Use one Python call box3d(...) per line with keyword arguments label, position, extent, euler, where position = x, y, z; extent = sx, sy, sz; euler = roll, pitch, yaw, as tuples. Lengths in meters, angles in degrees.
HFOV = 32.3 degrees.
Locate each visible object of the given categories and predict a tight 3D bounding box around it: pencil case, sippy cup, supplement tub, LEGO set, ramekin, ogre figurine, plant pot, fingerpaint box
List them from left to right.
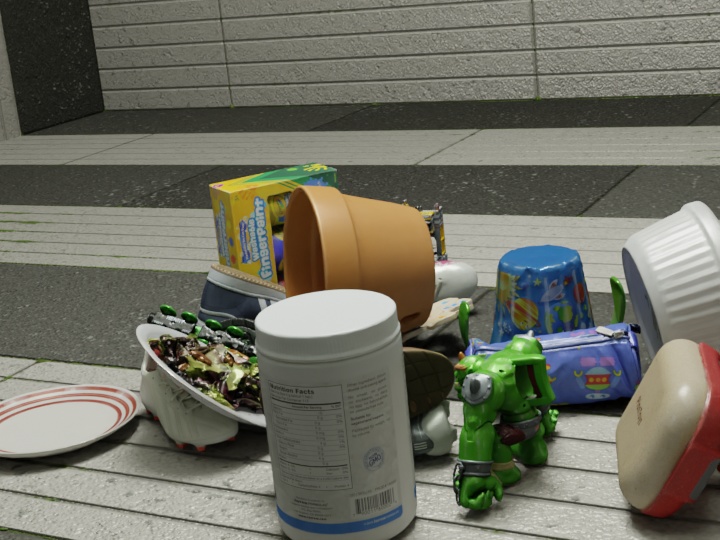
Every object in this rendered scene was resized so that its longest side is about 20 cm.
box3d(label="fingerpaint box", position=(-0.108, -0.031, 1.702), extent=(0.165, 0.202, 0.073), euler=(-14, 18, -28))
box3d(label="supplement tub", position=(-0.020, 0.131, 1.103), extent=(0.130, 0.202, 0.132), euler=(-6, 15, 2))
box3d(label="plant pot", position=(0.000, 0.000, 1.423), extent=(0.138, 0.202, 0.200), euler=(-4, 15, -15))
box3d(label="LEGO set", position=(0.042, -0.039, 1.824), extent=(0.198, 0.117, 0.154), euler=(1, 17, 25))
box3d(label="ogre figurine", position=(0.140, 0.134, 1.183), extent=(0.199, 0.121, 0.098), euler=(-18, 20, -38))
box3d(label="sippy cup", position=(0.212, 0.043, 1.453), extent=(0.139, 0.132, 0.177), euler=(9, 22, 43))
box3d(label="pencil case", position=(0.206, 0.103, 1.332), extent=(0.198, 0.087, 0.078), euler=(-6, 38, 5))
box3d(label="ramekin", position=(0.348, 0.035, 1.330), extent=(0.093, 0.204, 0.203), euler=(-16, 15, 5))

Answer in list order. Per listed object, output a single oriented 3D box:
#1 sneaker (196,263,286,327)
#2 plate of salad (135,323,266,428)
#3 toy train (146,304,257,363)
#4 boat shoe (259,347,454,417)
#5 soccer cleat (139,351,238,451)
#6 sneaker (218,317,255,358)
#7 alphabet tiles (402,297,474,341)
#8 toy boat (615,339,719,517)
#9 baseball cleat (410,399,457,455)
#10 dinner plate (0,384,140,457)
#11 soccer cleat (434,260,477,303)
box3d(label="sneaker", position=(-0.122, 0.073, 1.614), extent=(0.198, 0.109, 0.070), euler=(21, 2, -23))
box3d(label="plate of salad", position=(-0.152, 0.107, 1.346), extent=(0.199, 0.048, 0.200), euler=(33, 7, -5))
box3d(label="toy train", position=(-0.161, 0.091, 1.476), extent=(0.198, 0.057, 0.042), euler=(16, 58, 13))
box3d(label="boat shoe", position=(-0.005, 0.110, 1.216), extent=(0.198, 0.073, 0.067), euler=(-10, 19, -22))
box3d(label="soccer cleat", position=(-0.197, 0.139, 1.366), extent=(0.069, 0.078, 0.199), euler=(-15, 18, -29))
box3d(label="sneaker", position=(-0.105, 0.089, 1.544), extent=(0.198, 0.077, 0.091), euler=(-10, -5, 2))
box3d(label="alphabet tiles", position=(0.038, 0.076, 1.524), extent=(0.198, 0.015, 0.195), euler=(-21, 5, -15))
box3d(label="toy boat", position=(0.309, 0.150, 1.116), extent=(0.130, 0.131, 0.200), euler=(26, 20, 2))
box3d(label="baseball cleat", position=(0.039, 0.136, 1.305), extent=(0.105, 0.071, 0.200), euler=(-7, 15, -6))
box3d(label="dinner plate", position=(-0.347, 0.173, 1.404), extent=(0.198, 0.025, 0.200), euler=(-6, 17, 2))
box3d(label="soccer cleat", position=(0.057, 0.032, 1.653), extent=(0.198, 0.071, 0.086), euler=(-11, -2, 13))
